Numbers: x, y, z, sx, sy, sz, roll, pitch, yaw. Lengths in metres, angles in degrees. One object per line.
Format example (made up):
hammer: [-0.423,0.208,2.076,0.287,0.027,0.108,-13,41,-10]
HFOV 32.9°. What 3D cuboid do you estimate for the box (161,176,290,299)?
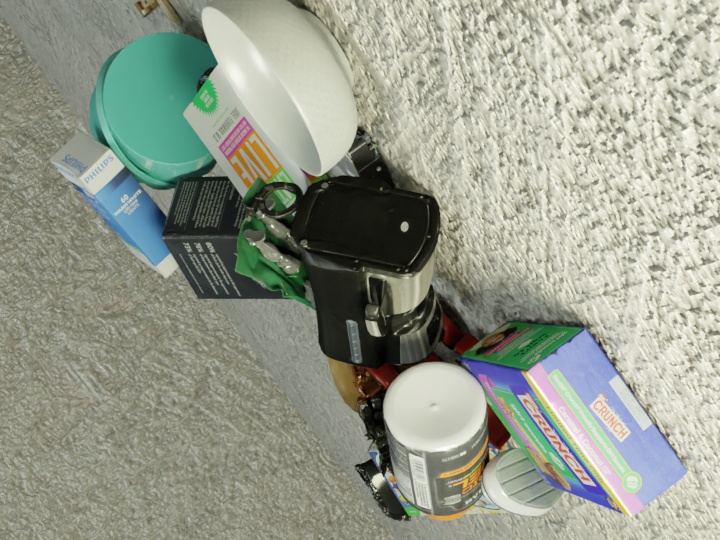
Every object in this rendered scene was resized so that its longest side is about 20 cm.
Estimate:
box: [-0.139,-0.042,1.614,0.200,0.104,0.148,0,145,15]

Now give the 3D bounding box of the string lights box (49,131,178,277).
string lights box: [-0.320,-0.087,1.641,0.103,0.059,0.200,29,160,49]

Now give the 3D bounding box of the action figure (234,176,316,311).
action figure: [-0.064,-0.006,1.386,0.055,0.118,0.200,-2,151,33]

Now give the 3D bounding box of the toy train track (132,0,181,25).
toy train track: [-0.301,-0.376,1.695,0.115,0.033,0.200,55,169,-10]

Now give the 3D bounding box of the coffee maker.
coffee maker: [-0.004,-0.002,1.296,0.192,0.135,0.200,33,153,23]

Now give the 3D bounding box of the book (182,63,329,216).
book: [-0.114,-0.139,1.418,0.200,0.048,0.134,53,149,0]

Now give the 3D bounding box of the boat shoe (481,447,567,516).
boat shoe: [0.174,0.233,1.304,0.200,0.067,0.074,8,-125,-54]

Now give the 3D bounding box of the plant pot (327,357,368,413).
plant pot: [0.007,0.100,1.690,0.200,0.027,0.200,16,108,60]

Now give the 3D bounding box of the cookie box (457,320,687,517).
cookie box: [0.197,0.136,1.174,0.171,0.075,0.200,54,168,-7]

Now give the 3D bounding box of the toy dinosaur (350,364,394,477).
toy dinosaur: [0.031,0.186,1.558,0.200,0.102,0.136,33,-172,-36]

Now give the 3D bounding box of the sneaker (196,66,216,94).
sneaker: [-0.114,-0.176,1.513,0.200,0.076,0.077,49,-167,7]

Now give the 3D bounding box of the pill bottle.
pill bottle: [0.084,0.190,1.287,0.106,0.106,0.200,45,161,32]

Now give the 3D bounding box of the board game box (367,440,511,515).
board game box: [0.125,0.277,1.670,0.200,0.034,0.135,-10,123,35]

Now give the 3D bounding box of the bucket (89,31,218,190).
bucket: [-0.262,-0.216,1.632,0.207,0.207,0.135,54,164,-4]

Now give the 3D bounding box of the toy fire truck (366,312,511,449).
toy fire truck: [0.112,0.141,1.452,0.200,0.112,0.168,41,176,45]

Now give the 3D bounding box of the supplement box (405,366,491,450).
supplement box: [0.111,0.173,1.621,0.200,0.069,0.067,31,156,56]

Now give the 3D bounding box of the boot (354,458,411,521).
boot: [0.067,0.257,1.772,0.198,0.162,0.073,59,178,-23]

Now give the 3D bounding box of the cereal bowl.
cereal bowl: [-0.067,-0.197,1.208,0.200,0.083,0.200,50,167,16]

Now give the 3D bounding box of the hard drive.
hard drive: [-0.001,-0.088,1.378,0.140,0.038,0.200,39,160,48]
